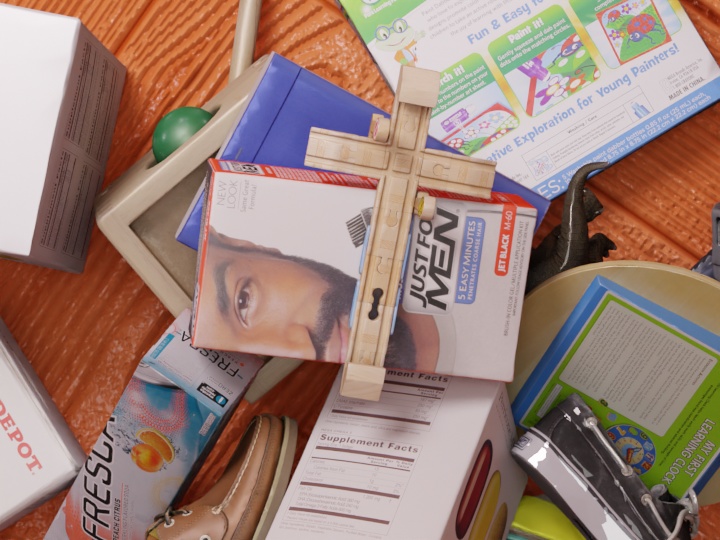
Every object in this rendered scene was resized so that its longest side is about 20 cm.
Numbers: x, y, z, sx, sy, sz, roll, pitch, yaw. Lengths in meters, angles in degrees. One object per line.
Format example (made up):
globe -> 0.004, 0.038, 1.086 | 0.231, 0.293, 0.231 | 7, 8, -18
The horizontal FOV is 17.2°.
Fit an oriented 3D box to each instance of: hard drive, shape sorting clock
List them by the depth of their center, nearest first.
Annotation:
hard drive -> 0.002, -0.032, 1.502 | 0.200, 0.025, 0.132 | 27, 95, -11
shape sorting clock -> 0.183, 0.073, 1.518 | 0.199, 0.039, 0.200 | 12, 128, 15

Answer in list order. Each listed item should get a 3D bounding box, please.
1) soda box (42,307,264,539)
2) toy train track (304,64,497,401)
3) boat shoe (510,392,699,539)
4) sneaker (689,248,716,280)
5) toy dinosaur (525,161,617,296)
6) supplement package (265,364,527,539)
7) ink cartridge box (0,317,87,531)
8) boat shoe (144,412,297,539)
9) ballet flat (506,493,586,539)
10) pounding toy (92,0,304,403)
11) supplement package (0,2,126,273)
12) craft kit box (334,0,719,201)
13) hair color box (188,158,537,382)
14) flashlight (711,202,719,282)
soda box -> -0.136, 0.120, 1.536 | 0.063, 0.068, 0.200 | 33, 129, 3
toy train track -> 0.018, -0.020, 1.413 | 0.114, 0.033, 0.201 | 10, 97, -9
boat shoe -> 0.183, 0.163, 1.514 | 0.068, 0.074, 0.199 | -43, 91, -7
sneaker -> 0.265, 0.011, 1.580 | 0.200, 0.070, 0.082 | -40, 85, 1
toy dinosaur -> 0.127, 0.011, 1.554 | 0.077, 0.200, 0.102 | 34, 47, -6
supplement package -> 0.019, 0.165, 1.484 | 0.109, 0.114, 0.200 | 7, 51, 21
ink cartridge box -> -0.299, 0.125, 1.586 | 0.200, 0.084, 0.145 | -32, 86, 1
boat shoe -> -0.100, 0.172, 1.475 | 0.068, 0.072, 0.200 | 24, 72, -6
ballet flat -> 0.160, 0.183, 1.586 | 0.200, 0.067, 0.067 | 23, 67, 0
pounding toy -> -0.071, -0.058, 1.574 | 0.184, 0.142, 0.200 | -40, 102, 0
supplement package -> -0.251, -0.089, 1.537 | 0.151, 0.200, 0.151 | 12, 87, 3
craft kit box -> 0.115, -0.152, 1.608 | 0.200, 0.049, 0.198 | -30, 89, 0
hair color box -> 0.000, 0.000, 1.462 | 0.199, 0.064, 0.111 | 6, 99, -8
flashlight -> 0.268, 0.052, 1.539 | 0.068, 0.068, 0.201 | -17, 119, -23
